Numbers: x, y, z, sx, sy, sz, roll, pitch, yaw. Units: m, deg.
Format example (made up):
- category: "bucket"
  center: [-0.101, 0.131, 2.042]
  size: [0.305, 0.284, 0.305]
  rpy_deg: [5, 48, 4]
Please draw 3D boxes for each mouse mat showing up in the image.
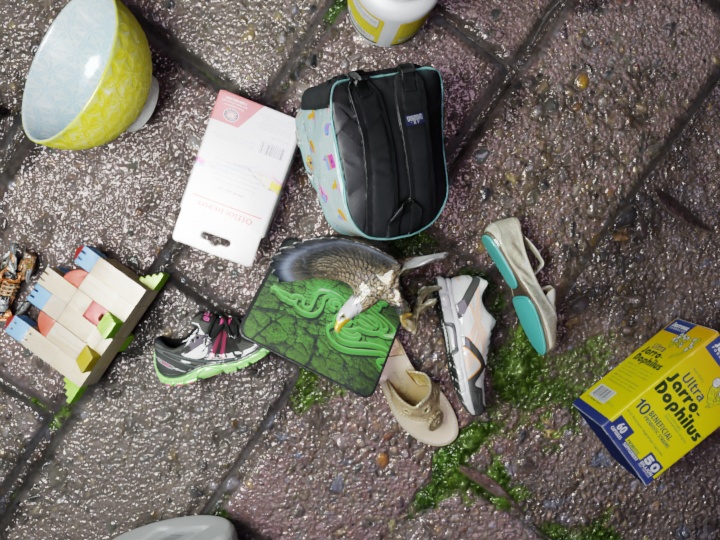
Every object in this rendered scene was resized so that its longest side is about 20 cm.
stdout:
- category: "mouse mat"
  center: [-0.044, 0.060, 0.928]
  size: [0.199, 0.008, 0.162]
  rpy_deg: [27, 64, -7]

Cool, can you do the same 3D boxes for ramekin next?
- category: "ramekin"
  center: [-0.246, 0.394, 0.894]
  size: [0.198, 0.200, 0.099]
  rpy_deg: [-8, 89, -3]

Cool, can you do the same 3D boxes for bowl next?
- category: "bowl"
  center: [-0.317, -0.230, 0.855]
  size: [0.107, 0.200, 0.201]
  rpy_deg: [24, 95, -49]

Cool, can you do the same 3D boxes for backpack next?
- category: "backpack"
  center: [0.017, -0.139, 0.862]
  size: [0.175, 0.153, 0.202]
  rpy_deg: [-18, 99, -31]

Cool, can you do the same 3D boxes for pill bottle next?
- category: "pill bottle"
  center: [0.042, -0.346, 0.833]
  size: [0.110, 0.200, 0.112]
  rpy_deg: [0, 96, -4]

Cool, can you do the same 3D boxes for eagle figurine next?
- category: "eagle figurine"
  center: [-0.004, 0.005, 0.868]
  size: [0.199, 0.152, 0.151]
  rpy_deg: [38, 50, 0]

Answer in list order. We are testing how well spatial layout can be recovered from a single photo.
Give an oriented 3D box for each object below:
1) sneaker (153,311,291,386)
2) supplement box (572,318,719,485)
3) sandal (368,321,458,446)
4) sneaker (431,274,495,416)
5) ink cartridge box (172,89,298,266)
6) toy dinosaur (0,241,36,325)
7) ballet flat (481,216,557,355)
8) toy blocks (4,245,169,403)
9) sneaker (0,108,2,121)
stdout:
- category: "sneaker"
  center: [-0.186, 0.091, 0.924]
  size: [0.198, 0.077, 0.084]
  rpy_deg: [-19, 101, -3]
- category: "supplement box"
  center: [0.419, 0.177, 0.957]
  size: [0.200, 0.110, 0.109]
  rpy_deg: [-39, 97, 0]
- category: "sandal"
  center: [0.068, 0.168, 0.952]
  size: [0.077, 0.070, 0.213]
  rpy_deg: [-33, 97, 0]
- category: "sneaker"
  center: [0.155, 0.102, 0.950]
  size: [0.079, 0.074, 0.202]
  rpy_deg: [-11, 97, -5]
- category: "ink cartridge box"
  center: [-0.160, -0.118, 0.909]
  size: [0.116, 0.067, 0.202]
  rpy_deg: [20, 93, -5]
- category: "toy dinosaur"
  center: [-0.515, 0.040, 0.893]
  size: [0.136, 0.102, 0.201]
  rpy_deg: [43, 69, -24]
- category: "ballet flat"
  center: [0.236, 0.019, 0.953]
  size: [0.062, 0.067, 0.201]
  rpy_deg: [-28, 97, -10]
- category: "toy blocks"
  center: [-0.369, 0.049, 0.907]
  size: [0.136, 0.100, 0.201]
  rpy_deg: [35, 90, 4]
- category: "sneaker"
  center: [-0.557, -0.179, 0.880]
  size: [0.198, 0.075, 0.117]
  rpy_deg: [16, 99, 5]
